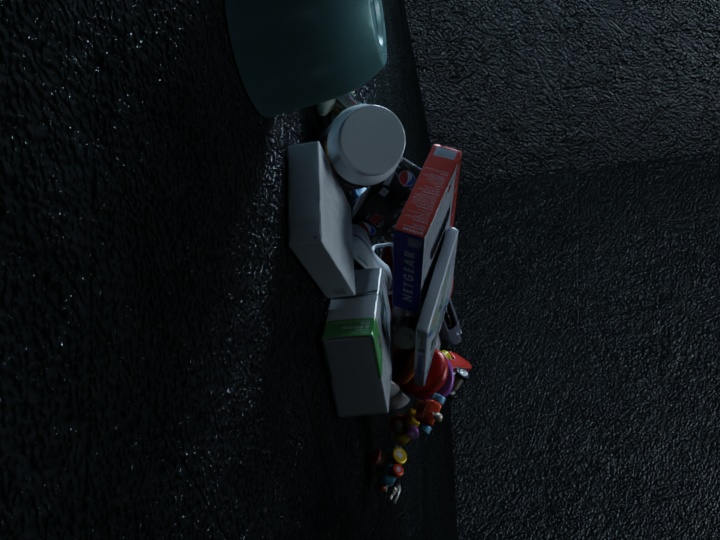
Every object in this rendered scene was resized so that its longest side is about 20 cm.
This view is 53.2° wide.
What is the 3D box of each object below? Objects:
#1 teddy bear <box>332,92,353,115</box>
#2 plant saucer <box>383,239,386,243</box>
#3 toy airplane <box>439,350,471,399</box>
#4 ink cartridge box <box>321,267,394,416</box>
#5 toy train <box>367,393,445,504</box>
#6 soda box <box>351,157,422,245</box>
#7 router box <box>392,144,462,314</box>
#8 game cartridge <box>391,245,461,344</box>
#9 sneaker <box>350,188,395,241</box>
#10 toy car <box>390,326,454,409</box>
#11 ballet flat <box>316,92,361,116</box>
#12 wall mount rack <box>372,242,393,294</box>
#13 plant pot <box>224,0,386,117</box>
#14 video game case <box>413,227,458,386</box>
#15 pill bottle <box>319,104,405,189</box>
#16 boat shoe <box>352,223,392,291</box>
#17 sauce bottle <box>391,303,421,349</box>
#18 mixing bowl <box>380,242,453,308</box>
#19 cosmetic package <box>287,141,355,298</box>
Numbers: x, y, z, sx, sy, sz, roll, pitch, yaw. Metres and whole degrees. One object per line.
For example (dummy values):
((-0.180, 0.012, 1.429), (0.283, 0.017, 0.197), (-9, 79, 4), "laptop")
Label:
((-0.031, -0.372, 1.295), (0.146, 0.066, 0.202), (74, 14, -51), "teddy bear")
((0.088, -0.023, 1.834), (0.200, 0.029, 0.203), (-7, 90, -79), "plant saucer")
((0.125, 0.195, 1.554), (0.200, 0.198, 0.142), (59, 8, -41), "toy airplane")
((0.001, 0.107, 1.136), (0.201, 0.083, 0.148), (-80, 161, -59), "ink cartridge box")
((0.072, 0.298, 1.264), (0.202, 0.055, 0.150), (-61, -173, -8), "toy train")
((0.036, -0.112, 1.207), (0.200, 0.063, 0.071), (-41, -158, 61), "soda box")
((0.103, -0.061, 1.129), (0.201, 0.048, 0.181), (87, 24, -55), "router box")
((0.125, 0.040, 1.390), (0.133, 0.041, 0.202), (22, -40, 56), "game cartridge")
((0.050, -0.123, 1.448), (0.199, 0.078, 0.091), (22, 45, -53), "sneaker")
((0.103, 0.179, 1.326), (0.176, 0.149, 0.200), (-57, 155, -11), "toy car")
((-0.026, -0.265, 1.192), (0.200, 0.071, 0.069), (45, 1, -14), "ballet flat")
((0.048, 0.033, 1.460), (0.174, 0.074, 0.202), (-71, 151, -62), "wall mount rack")
((-0.055, -0.300, 0.872), (0.200, 0.159, 0.204), (-7, 90, -79), "plant pot")
((0.124, 0.062, 1.182), (0.183, 0.022, 0.202), (85, 22, -56), "video game case")
((0.000, -0.184, 1.075), (0.200, 0.115, 0.118), (-160, -118, -80), "pill bottle")
((0.000, 0.000, 1.279), (0.200, 0.073, 0.067), (56, 43, -49), "boat shoe")
((0.086, 0.065, 1.223), (0.201, 0.065, 0.067), (-76, 157, -64), "sauce bottle")
((0.136, 0.023, 1.578), (0.200, 0.107, 0.203), (32, -53, 56), "mixing bowl")
((-0.054, -0.066, 1.035), (0.200, 0.051, 0.153), (61, 26, -64), "cosmetic package")
